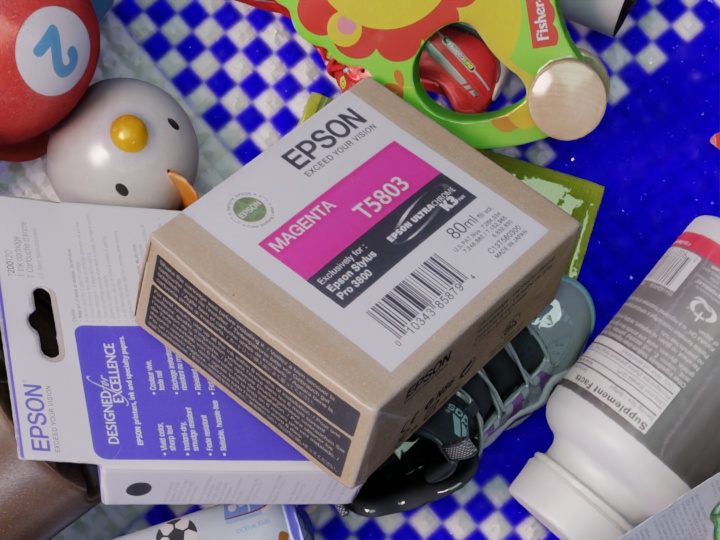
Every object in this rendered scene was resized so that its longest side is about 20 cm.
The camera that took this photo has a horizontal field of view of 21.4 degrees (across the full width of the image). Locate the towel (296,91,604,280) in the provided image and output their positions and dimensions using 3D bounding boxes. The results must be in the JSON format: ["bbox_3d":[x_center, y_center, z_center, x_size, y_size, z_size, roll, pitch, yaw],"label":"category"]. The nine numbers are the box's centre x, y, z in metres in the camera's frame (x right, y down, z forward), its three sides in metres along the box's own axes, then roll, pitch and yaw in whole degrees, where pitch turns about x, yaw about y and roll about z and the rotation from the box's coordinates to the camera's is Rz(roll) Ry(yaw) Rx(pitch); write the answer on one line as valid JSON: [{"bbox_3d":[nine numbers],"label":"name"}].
[{"bbox_3d":[0.046,-0.043,1.188,0.198,0.018,0.087,18,83,7],"label":"towel"}]

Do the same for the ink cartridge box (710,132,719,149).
[{"bbox_3d":[0.306,-0.100,1.095,0.162,0.050,0.200,-37,36,-2],"label":"ink cartridge box"}]

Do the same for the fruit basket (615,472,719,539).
[{"bbox_3d":[0.216,0.163,1.070,0.199,0.186,0.094,-29,43,1],"label":"fruit basket"}]

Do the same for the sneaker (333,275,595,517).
[{"bbox_3d":[0.063,0.080,1.098,0.200,0.140,0.078,-41,95,0],"label":"sneaker"}]

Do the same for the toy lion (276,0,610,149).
[{"bbox_3d":[0.041,-0.168,1.121,0.190,0.069,0.202,-8,103,12],"label":"toy lion"}]

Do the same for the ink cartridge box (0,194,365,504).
[{"bbox_3d":[-0.110,0.043,1.071,0.198,0.044,0.199,5,44,-23],"label":"ink cartridge box"}]

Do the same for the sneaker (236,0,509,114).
[{"bbox_3d":[-0.005,-0.146,1.183,0.198,0.077,0.086,19,88,8],"label":"sneaker"}]

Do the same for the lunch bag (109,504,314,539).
[{"bbox_3d":[-0.084,0.249,1.098,0.169,0.124,0.202,-19,72,0],"label":"lunch bag"}]

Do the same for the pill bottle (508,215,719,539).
[{"bbox_3d":[0.178,0.076,1.108,0.110,0.111,0.200,39,86,10],"label":"pill bottle"}]

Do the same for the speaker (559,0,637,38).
[{"bbox_3d":[0.085,-0.218,1.183,0.199,0.081,0.082,25,83,8],"label":"speaker"}]

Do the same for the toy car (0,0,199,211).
[{"bbox_3d":[-0.162,-0.090,1.148,0.199,0.177,0.185,35,73,-3],"label":"toy car"}]

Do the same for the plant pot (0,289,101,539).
[{"bbox_3d":[-0.251,0.106,1.075,0.197,0.200,0.201,-32,79,14],"label":"plant pot"}]

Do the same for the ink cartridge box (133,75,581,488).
[{"bbox_3d":[0.000,0.000,1.059,0.164,0.075,0.200,36,50,17],"label":"ink cartridge box"}]
